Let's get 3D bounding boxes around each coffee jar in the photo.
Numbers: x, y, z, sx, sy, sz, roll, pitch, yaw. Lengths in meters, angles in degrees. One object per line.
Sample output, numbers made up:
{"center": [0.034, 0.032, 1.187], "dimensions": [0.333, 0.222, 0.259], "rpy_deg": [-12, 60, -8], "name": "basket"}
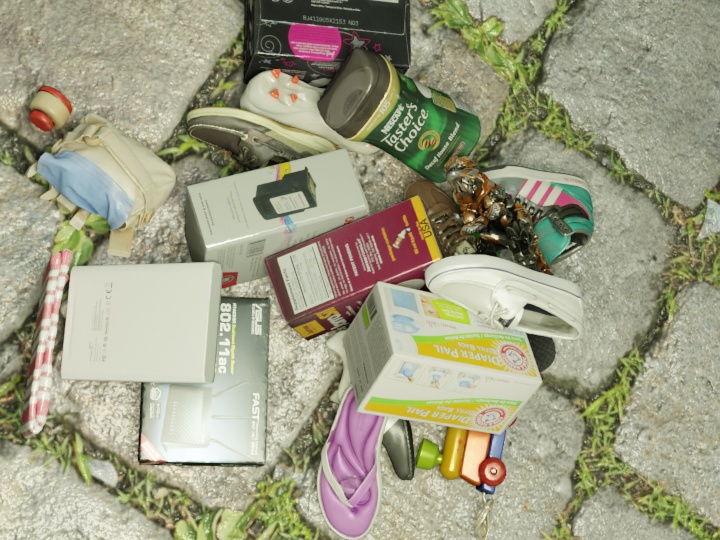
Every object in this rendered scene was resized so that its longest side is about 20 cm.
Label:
{"center": [0.047, -0.189, 1.352], "dimensions": [0.198, 0.086, 0.105], "rpy_deg": [21, 119, -35], "name": "coffee jar"}

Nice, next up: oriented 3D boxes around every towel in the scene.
{"center": [-0.350, 0.085, 1.237], "dimensions": [0.029, 0.146, 0.204], "rpy_deg": [9, 79, -17], "name": "towel"}

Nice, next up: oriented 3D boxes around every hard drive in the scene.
{"center": [-0.252, 0.060, 1.267], "dimensions": [0.196, 0.026, 0.135], "rpy_deg": [-1, 79, 24], "name": "hard drive"}

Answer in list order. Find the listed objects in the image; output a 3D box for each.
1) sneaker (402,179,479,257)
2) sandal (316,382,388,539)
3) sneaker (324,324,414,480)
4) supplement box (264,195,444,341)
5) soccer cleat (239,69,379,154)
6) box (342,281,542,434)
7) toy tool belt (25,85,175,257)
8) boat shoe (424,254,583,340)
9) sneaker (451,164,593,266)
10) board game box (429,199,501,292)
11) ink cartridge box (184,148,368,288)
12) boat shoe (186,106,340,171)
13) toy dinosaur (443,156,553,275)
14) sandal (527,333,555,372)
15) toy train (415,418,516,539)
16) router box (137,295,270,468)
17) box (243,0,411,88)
{"center": [0.125, -0.031, 1.383], "dimensions": [0.070, 0.075, 0.202], "rpy_deg": [-31, 89, -16], "name": "sneaker"}
{"center": [-0.013, 0.228, 1.309], "dimensions": [0.081, 0.050, 0.207], "rpy_deg": [9, 105, 10], "name": "sandal"}
{"center": [0.011, 0.165, 1.359], "dimensions": [0.087, 0.074, 0.204], "rpy_deg": [-17, 86, 2], "name": "sneaker"}
{"center": [0.000, 0.000, 1.316], "dimensions": [0.197, 0.110, 0.087], "rpy_deg": [-22, 72, 6], "name": "supplement box"}
{"center": [-0.059, -0.198, 1.401], "dimensions": [0.198, 0.077, 0.071], "rpy_deg": [20, 65, -30], "name": "soccer cleat"}
{"center": [0.094, 0.104, 1.276], "dimensions": [0.197, 0.102, 0.114], "rpy_deg": [12, 41, -24], "name": "box"}
{"center": [-0.324, -0.113, 1.290], "dimensions": [0.198, 0.125, 0.124], "rpy_deg": [34, 66, -5], "name": "toy tool belt"}
{"center": [0.168, 0.035, 1.260], "dimensions": [0.196, 0.074, 0.066], "rpy_deg": [9, 53, -13], "name": "boat shoe"}
{"center": [0.218, -0.061, 1.419], "dimensions": [0.196, 0.084, 0.122], "rpy_deg": [2, 55, -19], "name": "sneaker"}
{"center": [0.106, 0.016, 1.422], "dimensions": [0.095, 0.030, 0.202], "rpy_deg": [31, 77, -7], "name": "board game box"}
{"center": [-0.103, -0.057, 1.317], "dimensions": [0.197, 0.146, 0.084], "rpy_deg": [-15, 71, -16], "name": "ink cartridge box"}
{"center": [-0.122, -0.149, 1.370], "dimensions": [0.196, 0.073, 0.066], "rpy_deg": [13, 73, -12], "name": "boat shoe"}
{"center": [0.176, -0.051, 1.333], "dimensions": [0.197, 0.103, 0.137], "rpy_deg": [27, 37, -8], "name": "toy dinosaur"}
{"center": [0.156, 0.101, 1.408], "dimensions": [0.196, 0.045, 0.077], "rpy_deg": [-4, 90, -19], "name": "sandal"}
{"center": [0.118, 0.243, 1.363], "dimensions": [0.114, 0.085, 0.204], "rpy_deg": [13, 78, -1], "name": "toy train"}
{"center": [-0.185, 0.130, 1.312], "dimensions": [0.147, 0.062, 0.204], "rpy_deg": [3, 80, -14], "name": "router box"}
{"center": [-0.045, -0.306, 1.394], "dimensions": [0.196, 0.115, 0.135], "rpy_deg": [2, 79, -15], "name": "box"}
